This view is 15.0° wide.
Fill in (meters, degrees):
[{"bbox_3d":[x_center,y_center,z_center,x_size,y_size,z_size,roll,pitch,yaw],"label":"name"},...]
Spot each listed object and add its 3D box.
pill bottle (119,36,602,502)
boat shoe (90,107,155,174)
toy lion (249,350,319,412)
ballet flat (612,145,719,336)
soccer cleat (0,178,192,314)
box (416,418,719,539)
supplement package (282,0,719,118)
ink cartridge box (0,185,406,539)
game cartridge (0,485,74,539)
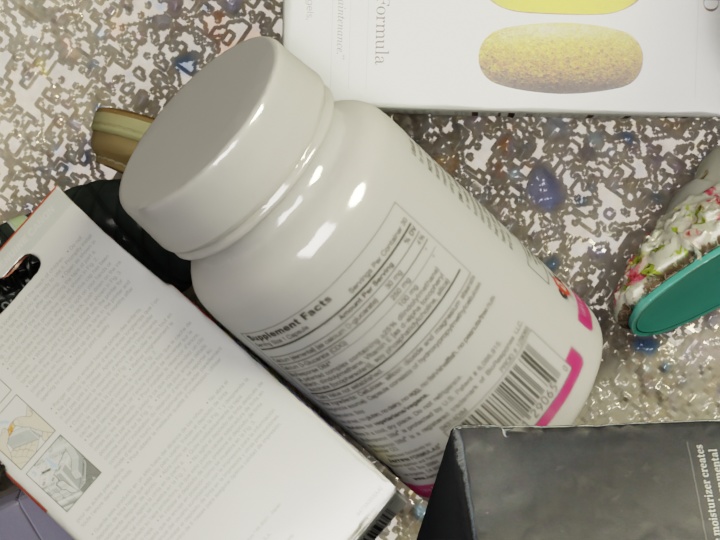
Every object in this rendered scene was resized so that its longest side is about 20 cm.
[{"bbox_3d":[0.000,0.000,1.165,0.113,0.113,0.200,-45,113,4],"label":"pill bottle"},{"bbox_3d":[-0.041,-0.012,1.257,0.199,0.073,0.063,28,92,0],"label":"boat shoe"},{"bbox_3d":[-0.094,0.131,1.280,0.199,0.069,0.193,4,101,2],"label":"toy lion"},{"bbox_3d":[0.197,-0.038,1.257,0.199,0.076,0.064,-27,61,0],"label":"ballet flat"},{"bbox_3d":[-0.156,0.009,1.228,0.199,0.081,0.068,-12,111,27],"label":"soccer cleat"},{"bbox_3d":[0.126,0.160,1.168,0.197,0.200,0.124,-1,58,-9],"label":"box"},{"bbox_3d":[0.067,-0.126,1.227,0.199,0.110,0.114,1,94,2],"label":"supplement package"},{"bbox_3d":[-0.089,0.070,1.171,0.200,0.050,0.109,42,87,12],"label":"ink cartridge box"},{"bbox_3d":[-0.139,0.199,1.264,0.129,0.038,0.201,-25,105,20],"label":"game cartridge"}]
